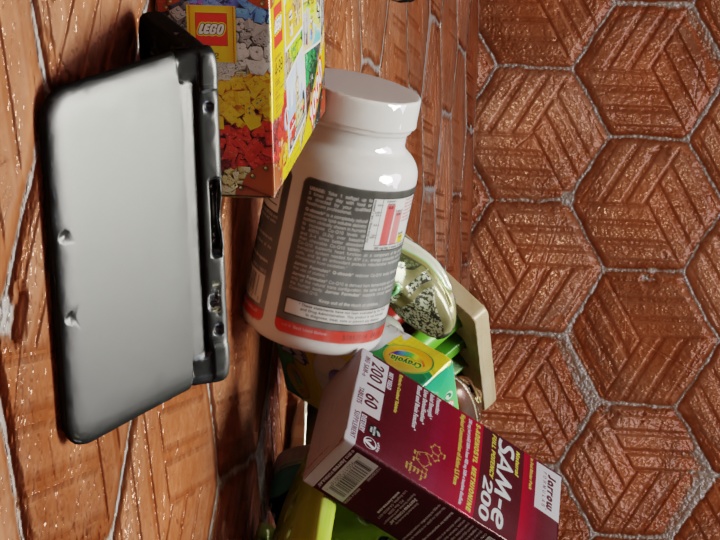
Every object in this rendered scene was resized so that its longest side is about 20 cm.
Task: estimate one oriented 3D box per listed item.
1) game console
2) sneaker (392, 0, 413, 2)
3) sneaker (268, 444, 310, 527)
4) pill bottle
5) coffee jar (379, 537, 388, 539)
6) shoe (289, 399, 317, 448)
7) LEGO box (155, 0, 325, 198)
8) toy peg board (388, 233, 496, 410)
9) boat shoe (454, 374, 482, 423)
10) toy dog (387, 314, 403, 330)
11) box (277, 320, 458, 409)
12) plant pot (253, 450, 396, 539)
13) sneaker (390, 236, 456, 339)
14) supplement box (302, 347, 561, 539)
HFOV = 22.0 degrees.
[{"bbox_3d":[-0.140,-0.031,1.065,0.176,0.115,0.202,-138,-136,-61],"label":"game console"},{"bbox_3d":[0.025,-0.312,1.885,0.200,0.086,0.075,-13,106,-81],"label":"sneaker"},{"bbox_3d":[0.017,0.190,1.584,0.072,0.198,0.080,65,23,-43],"label":"sneaker"},{"bbox_3d":[-0.019,-0.046,1.437,0.116,0.115,0.202,-60,164,-72],"label":"pill bottle"},{"bbox_3d":[0.050,0.242,1.749,0.086,0.103,0.202,-98,178,-56],"label":"coffee jar"},{"bbox_3d":[-0.036,0.201,1.662,0.053,0.069,0.202,106,-18,-67],"label":"shoe"},{"bbox_3d":[-0.077,-0.152,1.260,0.200,0.076,0.151,-68,159,-67],"label":"LEGO box"},{"bbox_3d":[0.033,0.055,1.890,0.098,0.199,0.201,-39,153,-16],"label":"toy peg board"},{"bbox_3d":[0.083,0.133,1.777,0.070,0.070,0.200,-42,166,-17],"label":"boat shoe"},{"bbox_3d":[-0.010,0.105,1.759,0.096,0.132,0.201,-42,147,-18],"label":"toy dog"},{"bbox_3d":[-0.005,0.081,1.552,0.048,0.199,0.118,-38,140,-27],"label":"box"},{"bbox_3d":[0.005,0.263,1.467,0.182,0.198,0.201,-48,-164,33],"label":"plant pot"},{"bbox_3d":[0.000,0.000,1.651,0.077,0.200,0.089,-35,-166,50],"label":"sneaker"},{"bbox_3d":[0.059,0.159,1.421,0.061,0.199,0.109,-46,-161,33],"label":"supplement box"}]
